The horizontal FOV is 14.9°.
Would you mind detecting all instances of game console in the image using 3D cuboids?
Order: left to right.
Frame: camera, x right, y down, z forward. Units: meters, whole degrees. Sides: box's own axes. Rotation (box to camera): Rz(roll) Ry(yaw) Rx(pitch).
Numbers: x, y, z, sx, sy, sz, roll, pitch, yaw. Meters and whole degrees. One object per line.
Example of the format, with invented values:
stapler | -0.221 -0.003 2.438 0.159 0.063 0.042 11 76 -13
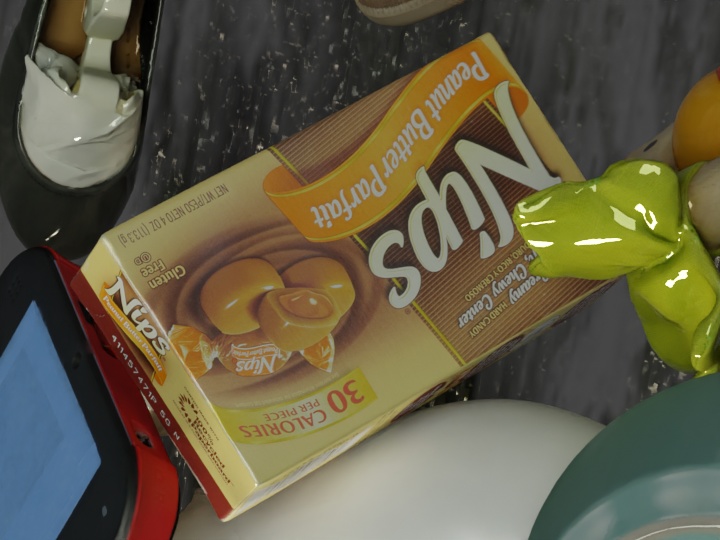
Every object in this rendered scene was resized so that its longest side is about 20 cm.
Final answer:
game console | -0.147 0.102 1.128 0.177 0.031 0.200 -54 34 18

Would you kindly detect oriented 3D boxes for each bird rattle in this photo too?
bird rattle | 0.154 -0.053 1.053 0.113 0.163 0.200 43 105 -11

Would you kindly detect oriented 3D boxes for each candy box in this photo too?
candy box | 0.000 0.000 1.100 0.200 0.055 0.116 -29 82 -28

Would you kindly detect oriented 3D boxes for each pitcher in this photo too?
pitcher | 0.008 0.124 1.105 0.199 0.172 0.122 -10 97 19

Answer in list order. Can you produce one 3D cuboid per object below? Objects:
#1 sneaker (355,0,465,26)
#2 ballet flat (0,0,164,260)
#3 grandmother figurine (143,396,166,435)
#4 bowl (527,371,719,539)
sneaker | 0.063 -0.185 1.112 0.200 0.071 0.076 -39 124 7
ballet flat | -0.117 -0.099 1.181 0.068 0.068 0.201 8 97 -12
grandmother figurine | -0.127 0.099 1.197 0.121 0.060 0.200 45 106 30
bowl | 0.132 0.135 0.945 0.200 0.105 0.202 0 90 21
